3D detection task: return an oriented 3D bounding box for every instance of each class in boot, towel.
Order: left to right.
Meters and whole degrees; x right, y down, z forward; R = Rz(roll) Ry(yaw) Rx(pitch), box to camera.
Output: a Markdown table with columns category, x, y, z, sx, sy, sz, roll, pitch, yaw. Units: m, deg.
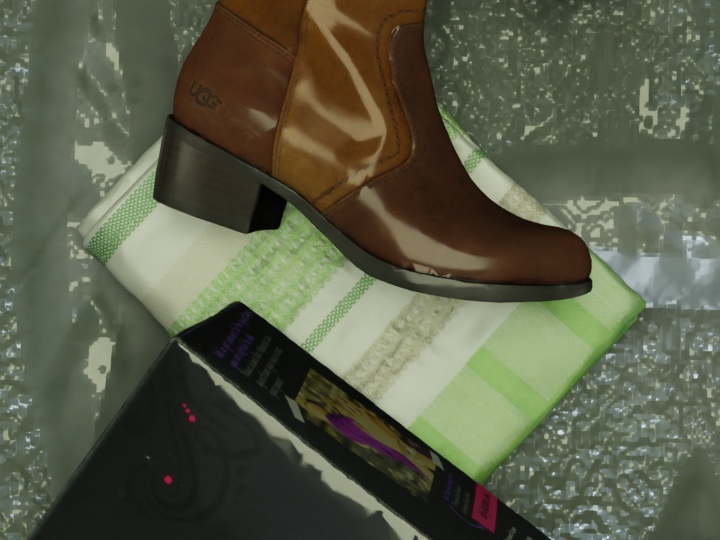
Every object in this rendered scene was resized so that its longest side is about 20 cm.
| category | x | y | z | sx | sy | sz | roll | pitch | yaw |
| --- | --- | --- | --- | --- | --- | --- | --- | --- | --- |
| towel | 0.000 | 0.000 | 0.994 | 0.200 | 0.031 | 0.149 | 43 | 90 | 3 |
| boot | 0.027 | -0.098 | 0.940 | 0.188 | 0.068 | 0.200 | 20 | 99 | 15 |

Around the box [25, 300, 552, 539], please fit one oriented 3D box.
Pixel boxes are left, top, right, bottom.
| category | x | y | z | sx | sy | sz | roll | pitch | yaw |
| --- | --- | --- | --- | --- | --- | --- | --- | --- | --- |
| box | -0.017 | 0.123 | 0.929 | 0.200 | 0.106 | 0.122 | 37 | 103 | 5 |
